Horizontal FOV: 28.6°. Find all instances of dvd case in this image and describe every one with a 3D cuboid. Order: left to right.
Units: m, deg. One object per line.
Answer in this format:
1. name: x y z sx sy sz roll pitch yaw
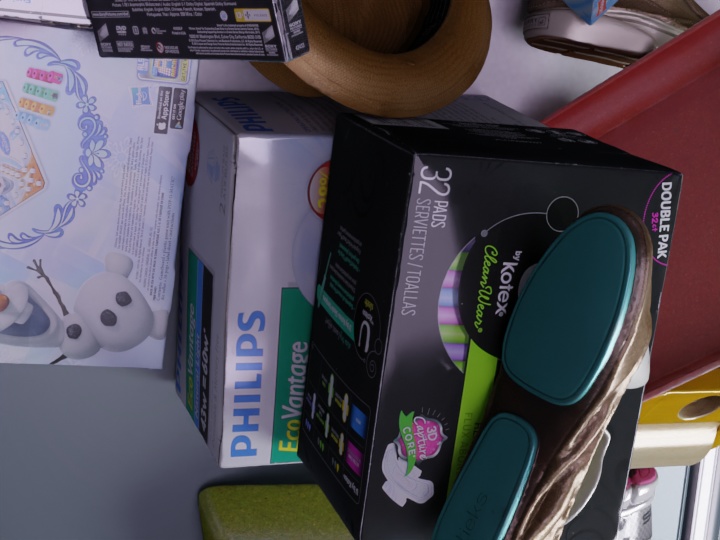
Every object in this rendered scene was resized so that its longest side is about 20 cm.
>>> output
1. dvd case: -0.098 -0.200 0.678 0.022 0.146 0.200 -31 118 -41

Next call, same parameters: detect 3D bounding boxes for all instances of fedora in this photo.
1. fedora: -0.018 -0.160 0.785 0.200 0.082 0.201 20 56 -32

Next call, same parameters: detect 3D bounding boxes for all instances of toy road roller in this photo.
1. toy road roller: 0.208 0.031 0.944 0.123 0.146 0.200 2 143 -26

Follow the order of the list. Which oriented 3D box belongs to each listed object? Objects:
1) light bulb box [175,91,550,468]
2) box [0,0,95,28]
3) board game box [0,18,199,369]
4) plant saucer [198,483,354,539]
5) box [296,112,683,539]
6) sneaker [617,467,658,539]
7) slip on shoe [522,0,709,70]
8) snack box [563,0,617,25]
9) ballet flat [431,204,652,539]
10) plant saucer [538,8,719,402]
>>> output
1. light bulb box: 0.000 0.000 0.847 0.199 0.125 0.199 -2 108 -19
2. box: -0.153 -0.233 0.755 0.116 0.060 0.201 2 106 -19
3. board game box: -0.202 -0.046 0.808 0.198 0.043 0.201 4 106 -20
4. plant saucer: -0.003 0.238 0.923 0.199 0.048 0.200 -2 110 7
5. box: 0.060 0.029 0.740 0.148 0.124 0.201 2 104 -19
6. sneaker: 0.120 0.198 0.980 0.199 0.074 0.088 -19 111 -14
7. slip on shoe: 0.198 -0.153 0.899 0.199 0.076 0.061 11 87 -17
8. snack box: 0.099 -0.217 0.754 0.037 0.200 0.116 -42 76 -4
9. ballet flat: 0.098 0.066 0.667 0.072 0.068 0.200 11 103 -43
10. plant saucer: 0.181 -0.027 0.836 0.200 0.200 0.037 -31 148 32
